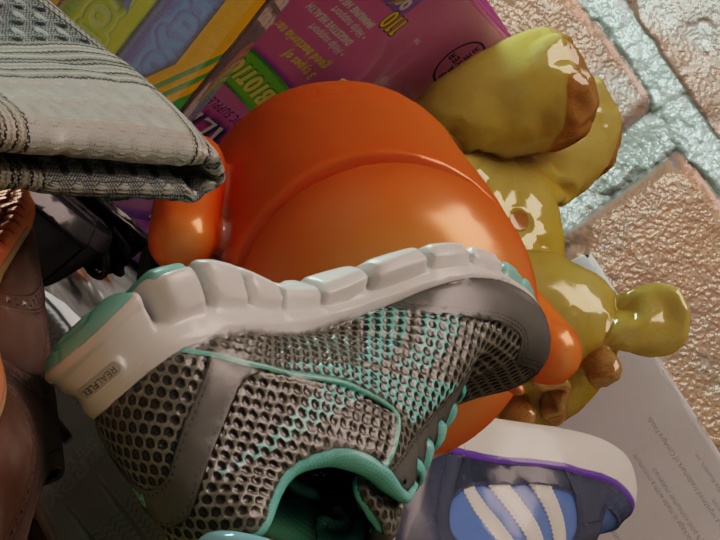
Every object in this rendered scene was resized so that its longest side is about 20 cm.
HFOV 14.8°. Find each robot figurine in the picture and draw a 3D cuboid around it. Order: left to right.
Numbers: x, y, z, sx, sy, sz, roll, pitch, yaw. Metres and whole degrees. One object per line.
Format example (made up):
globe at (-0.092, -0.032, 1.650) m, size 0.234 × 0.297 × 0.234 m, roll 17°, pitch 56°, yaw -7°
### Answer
robot figurine at (-0.002, 0.000, 1.028) m, size 0.144 × 0.116 × 0.200 m, roll 57°, pitch 1°, yaw -23°

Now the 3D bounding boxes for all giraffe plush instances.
giraffe plush at (0.065, 0.001, 1.258) m, size 0.200 × 0.172 × 0.163 m, roll 7°, pitch 46°, yaw -59°

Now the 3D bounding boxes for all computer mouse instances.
computer mouse at (-0.119, -0.012, 1.064) m, size 0.140 × 0.046 × 0.200 m, roll 42°, pitch 1°, yaw -21°

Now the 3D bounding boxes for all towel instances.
towel at (-0.158, -0.085, 0.816) m, size 0.192 × 0.035 × 0.199 m, roll 41°, pitch 23°, yaw 28°

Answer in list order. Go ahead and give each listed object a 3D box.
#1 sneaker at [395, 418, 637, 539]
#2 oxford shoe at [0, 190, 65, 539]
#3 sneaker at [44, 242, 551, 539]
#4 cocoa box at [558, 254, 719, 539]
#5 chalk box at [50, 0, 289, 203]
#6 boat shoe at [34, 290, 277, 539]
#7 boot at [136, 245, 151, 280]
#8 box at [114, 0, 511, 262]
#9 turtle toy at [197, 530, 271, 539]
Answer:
sneaker at (0.044, 0.137, 1.121) m, size 0.199 × 0.080 × 0.148 m, roll 18°, pitch 66°, yaw -50°
oxford shoe at (-0.124, 0.031, 0.836) m, size 0.200 × 0.071 × 0.073 m, roll -93°, pitch 163°, yaw -65°
sneaker at (-0.006, 0.048, 0.853) m, size 0.199 × 0.078 × 0.092 m, roll -7°, pitch 64°, yaw -46°
cocoa box at (0.104, 0.123, 1.349) m, size 0.201 × 0.133 × 0.132 m, roll 59°, pitch -11°, yaw 32°
chalk box at (-0.078, -0.141, 1.069) m, size 0.124 × 0.200 × 0.124 m, roll 38°, pitch 1°, yaw -2°
boat shoe at (-0.062, 0.083, 0.887) m, size 0.201 × 0.073 × 0.067 m, roll 58°, pitch 12°, yaw 31°
boot at (-0.034, 0.053, 1.246) m, size 0.201 × 0.069 × 0.174 m, roll 59°, pitch 4°, yaw -10°
box at (-0.057, -0.104, 1.248) m, size 0.097 × 0.200 × 0.176 m, roll 57°, pitch 9°, yaw 25°
turtle toy at (-0.019, 0.152, 0.738) m, size 0.201 × 0.101 × 0.146 m, roll 57°, pitch 6°, yaw -22°
